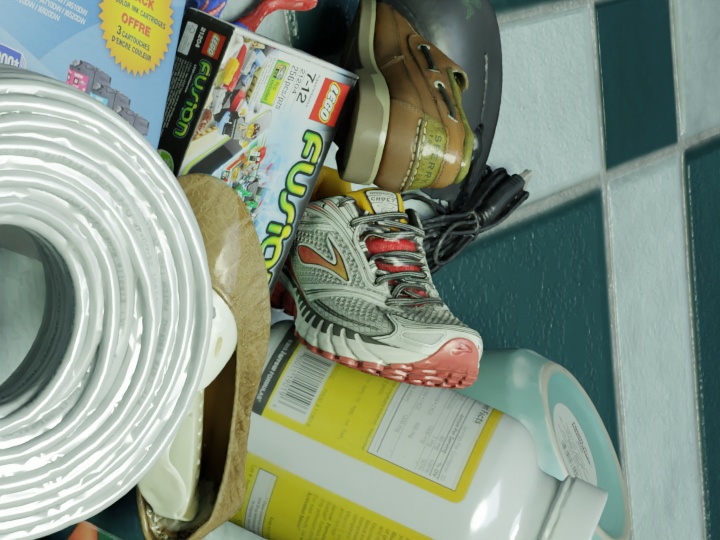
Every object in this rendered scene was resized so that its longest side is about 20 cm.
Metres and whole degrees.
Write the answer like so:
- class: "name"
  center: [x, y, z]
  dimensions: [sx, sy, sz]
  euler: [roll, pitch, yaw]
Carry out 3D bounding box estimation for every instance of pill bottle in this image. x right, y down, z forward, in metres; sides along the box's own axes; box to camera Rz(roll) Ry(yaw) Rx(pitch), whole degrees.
- class: "pill bottle"
  center: [0.023, 0.113, 1.058]
  dimensions: [0.112, 0.198, 0.113]
  euler: [24, 90, -82]

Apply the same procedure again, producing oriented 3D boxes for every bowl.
- class: "bowl"
  center: [0.089, 0.127, 1.188]
  dimensions: [0.201, 0.104, 0.202]
  euler: [51, 26, -37]

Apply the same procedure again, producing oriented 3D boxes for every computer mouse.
- class: "computer mouse"
  center: [0.063, -0.106, 1.250]
  dimensions: [0.138, 0.052, 0.202]
  euler: [-34, 119, -49]

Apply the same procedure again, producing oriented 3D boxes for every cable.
- class: "cable"
  center: [-0.157, 0.018, 0.813]
  dimensions: [0.200, 0.069, 0.201]
  euler: [-39, 120, -19]

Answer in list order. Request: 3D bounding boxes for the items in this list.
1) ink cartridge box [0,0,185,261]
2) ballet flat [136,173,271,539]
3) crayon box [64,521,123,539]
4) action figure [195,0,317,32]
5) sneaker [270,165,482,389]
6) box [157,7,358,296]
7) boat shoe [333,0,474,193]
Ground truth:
- class: "ink cartridge box"
  center: [-0.151, -0.117, 0.921]
  dimensions: [0.136, 0.076, 0.202]
  euler: [24, 71, -54]
- class: "ballet flat"
  center: [-0.083, 0.054, 0.951]
  dimensions: [0.072, 0.067, 0.202]
  euler: [-61, 162, -55]
- class: "crayon box"
  center: [-0.079, 0.216, 0.935]
  dimensions: [0.127, 0.199, 0.051]
  euler: [-57, 166, -37]
- class: "action figure"
  center: [-0.087, -0.103, 1.039]
  dimensions: [0.200, 0.051, 0.066]
  euler: [-53, 136, -36]
- class: "sneaker"
  center: [0.000, 0.000, 1.036]
  dimensions: [0.077, 0.200, 0.083]
  euler: [14, 104, -36]
- class: "box"
  center: [-0.079, -0.021, 1.005]
  dimensions: [0.110, 0.035, 0.202]
  euler: [12, 102, -56]
- class: "boat shoe"
  center: [0.022, -0.092, 1.105]
  dimensions: [0.201, 0.067, 0.073]
  euler: [-92, -165, -61]
